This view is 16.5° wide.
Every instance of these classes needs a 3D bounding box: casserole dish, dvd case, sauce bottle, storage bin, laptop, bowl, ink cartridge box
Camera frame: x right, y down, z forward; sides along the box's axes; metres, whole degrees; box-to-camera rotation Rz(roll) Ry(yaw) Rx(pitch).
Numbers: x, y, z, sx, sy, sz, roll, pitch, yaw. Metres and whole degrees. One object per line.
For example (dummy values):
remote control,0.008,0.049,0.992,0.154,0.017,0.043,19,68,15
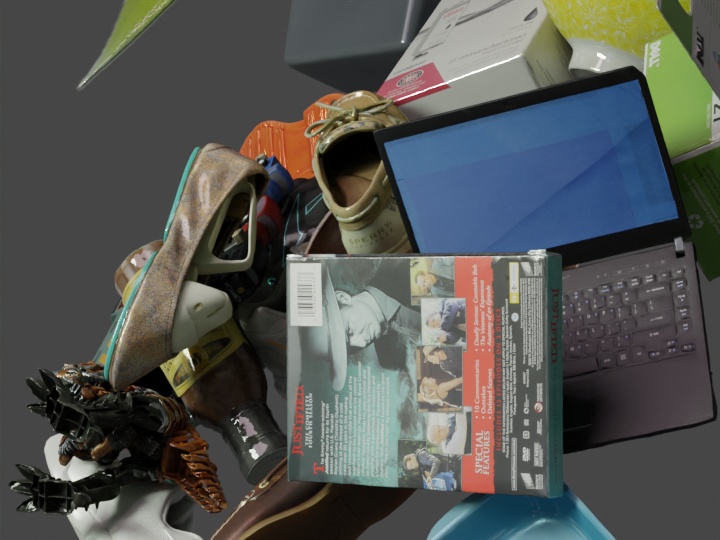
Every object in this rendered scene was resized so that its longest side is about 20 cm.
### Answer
casserole dish,0.098,0.192,1.439,0.121,0.039,0.200,-39,29,-2
dvd case,0.036,0.061,1.514,0.200,0.022,0.147,-1,90,37
sauce bottle,-0.106,0.065,1.757,0.065,0.065,0.200,-37,58,2
storage bin,0.032,-0.220,2.028,0.200,0.145,0.135,-1,73,48
laptop,0.110,0.002,1.511,0.177,0.103,0.201,-13,57,17
bowl,0.200,-0.174,1.724,0.200,0.200,0.108,20,86,57
ink cartridge box,0.210,-0.119,1.587,0.076,0.200,0.148,-23,32,25
ink cartridge box,0.108,-0.154,1.845,0.146,0.083,0.200,-18,24,32

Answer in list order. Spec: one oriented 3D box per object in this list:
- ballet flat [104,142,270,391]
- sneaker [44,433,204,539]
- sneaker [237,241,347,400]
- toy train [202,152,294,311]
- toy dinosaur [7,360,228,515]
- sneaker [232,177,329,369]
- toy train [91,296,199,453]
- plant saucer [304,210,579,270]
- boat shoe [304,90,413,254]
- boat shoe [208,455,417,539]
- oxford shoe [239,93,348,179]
ballet flat,-0.113,-0.001,1.704,0.067,0.068,0.200,16,65,10
sneaker,-0.161,0.167,1.753,0.088,0.075,0.200,-29,35,-8
sneaker,0.000,0.000,1.770,0.200,0.092,0.076,-43,28,-11
toy train,-0.079,-0.033,1.814,0.046,0.034,0.200,-30,22,21
toy dinosaur,-0.162,0.110,1.708,0.135,0.103,0.200,-7,5,-42
sneaker,-0.050,-0.004,1.853,0.079,0.075,0.200,-12,38,36
toy train,-0.153,0.060,1.881,0.114,0.085,0.200,-27,30,44
plant saucer,0.056,0.007,1.693,0.200,0.035,0.201,-10,55,15
boat shoe,0.004,-0.074,1.693,0.073,0.063,0.200,-29,33,9
boat shoe,-0.039,0.158,1.613,0.200,0.071,0.070,-37,35,-15
oxford shoe,-0.034,-0.088,1.982,0.200,0.073,0.072,-17,73,56
